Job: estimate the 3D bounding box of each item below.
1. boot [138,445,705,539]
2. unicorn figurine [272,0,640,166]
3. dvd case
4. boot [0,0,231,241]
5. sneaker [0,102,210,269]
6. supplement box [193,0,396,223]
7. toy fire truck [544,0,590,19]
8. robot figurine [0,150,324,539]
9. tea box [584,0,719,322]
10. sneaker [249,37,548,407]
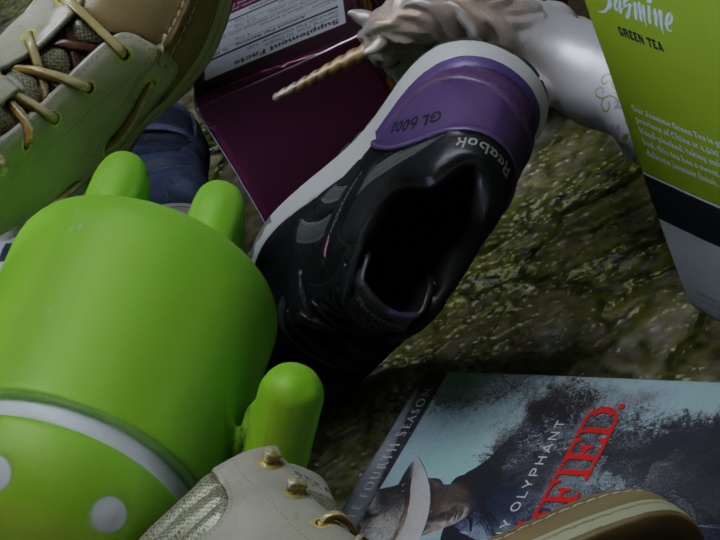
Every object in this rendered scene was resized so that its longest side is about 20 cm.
[{"bbox_3d":[0.009,0.108,0.862,0.199,0.072,0.155,-29,30,-2],"label":"boot"},{"bbox_3d":[0.088,-0.079,1.038,0.199,0.137,0.074,13,89,32],"label":"unicorn figurine"},{"bbox_3d":[0.077,0.097,0.932,0.199,0.022,0.146,0,43,38],"label":"dvd case"},{"bbox_3d":[-0.139,-0.078,1.037,0.200,0.072,0.155,-54,-13,28],"label":"boot"},{"bbox_3d":[-0.165,-0.023,1.214,0.201,0.077,0.147,-16,45,2],"label":"sneaker"},{"bbox_3d":[-0.022,-0.105,1.197,0.085,0.111,0.200,-22,34,10],"label":"supplement box"},{"bbox_3d":[0.038,-0.186,1.179,0.199,0.129,0.176,-1,36,-2],"label":"toy fire truck"},{"bbox_3d":[-0.103,0.052,0.981,0.174,0.116,0.201,18,56,3],"label":"robot figurine"},{"bbox_3d":[0.207,-0.094,0.913,0.200,0.197,0.133,-34,33,-19],"label":"tea box"},{"bbox_3d":[0.000,0.000,0.997,0.200,0.075,0.088,-56,11,38],"label":"sneaker"}]
